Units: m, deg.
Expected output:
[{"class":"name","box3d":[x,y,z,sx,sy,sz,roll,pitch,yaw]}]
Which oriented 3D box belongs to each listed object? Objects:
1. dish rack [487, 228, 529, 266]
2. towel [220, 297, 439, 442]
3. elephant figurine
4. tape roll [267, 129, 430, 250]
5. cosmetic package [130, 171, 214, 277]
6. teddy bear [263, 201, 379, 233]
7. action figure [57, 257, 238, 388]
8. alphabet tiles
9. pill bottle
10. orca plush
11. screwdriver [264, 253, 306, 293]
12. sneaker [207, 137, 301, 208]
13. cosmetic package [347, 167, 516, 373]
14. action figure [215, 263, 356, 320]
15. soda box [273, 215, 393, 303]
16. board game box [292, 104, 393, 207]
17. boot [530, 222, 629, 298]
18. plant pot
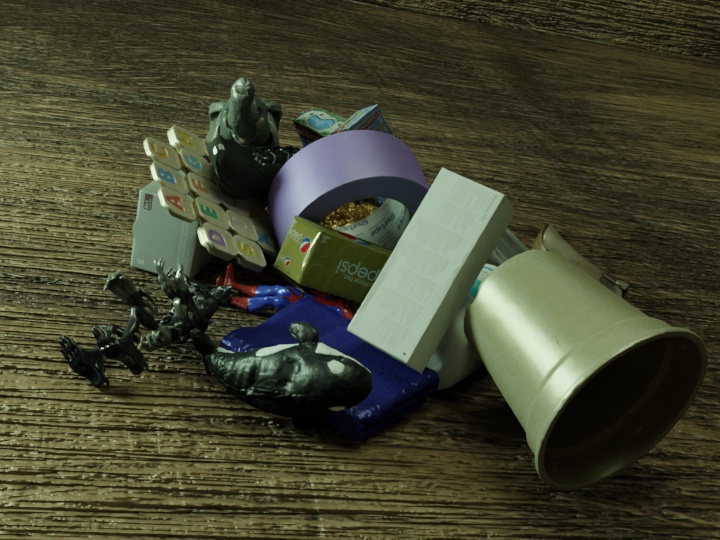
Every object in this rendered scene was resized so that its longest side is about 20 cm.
[{"class":"dish rack","box3d":[0.144,-0.025,1.403,0.172,0.044,0.200,44,-14,-23]},{"class":"towel","box3d":[-0.033,0.106,1.162,0.200,0.050,0.147,28,35,32]},{"class":"elephant figurine","box3d":[-0.162,-0.192,1.558,0.141,0.201,0.155,-14,28,-41]},{"class":"tape roll","box3d":[-0.009,-0.070,1.348,0.199,0.200,0.085,0,47,-25]},{"class":"cosmetic package","box3d":[-0.214,-0.074,1.398,0.090,0.107,0.200,14,25,5]},{"class":"teddy bear","box3d":[-0.056,-0.085,1.517,0.199,0.067,0.145,1,49,-32]},{"class":"action figure","box3d":[-0.212,0.038,1.137,0.119,0.102,0.200,-22,9,36]},{"class":"alphabet tiles","box3d":[-0.172,-0.088,1.317,0.195,0.015,0.200,23,36,-47]},{"class":"pill bottle","box3d":[0.121,0.057,1.258,0.111,0.111,0.200,25,26,27]},{"class":"orca plush","box3d":[-0.091,0.098,1.060,0.200,0.106,0.071,23,15,26]},{"class":"screwdriver","box3d":[-0.105,-0.001,1.387,0.029,0.028,0.200,31,7,-44]},{"class":"sneaker","box3d":[-0.111,-0.127,1.358,0.200,0.091,0.076,23,39,-56]},{"class":"cosmetic package","box3d":[0.076,0.000,1.145,0.082,0.200,0.051,28,-7,33]},{"class":"action figure","box3d":[-0.070,0.037,1.294,0.199,0.052,0.065,17,20,5]},{"class":"soda box","box3d":[0.000,0.000,1.299,0.200,0.068,0.064,18,9,-38]},{"class":"board game box","box3d":[-0.004,-0.168,1.597,0.062,0.200,0.200,-42,49,-19]},{"class":"boot","box3d":[0.304,0.003,1.537,0.146,0.070,0.200,23,26,9]},{"class":"plant pot","box3d":[0.206,0.081,1.091,0.200,0.201,0.184,-5,39,-34]}]
